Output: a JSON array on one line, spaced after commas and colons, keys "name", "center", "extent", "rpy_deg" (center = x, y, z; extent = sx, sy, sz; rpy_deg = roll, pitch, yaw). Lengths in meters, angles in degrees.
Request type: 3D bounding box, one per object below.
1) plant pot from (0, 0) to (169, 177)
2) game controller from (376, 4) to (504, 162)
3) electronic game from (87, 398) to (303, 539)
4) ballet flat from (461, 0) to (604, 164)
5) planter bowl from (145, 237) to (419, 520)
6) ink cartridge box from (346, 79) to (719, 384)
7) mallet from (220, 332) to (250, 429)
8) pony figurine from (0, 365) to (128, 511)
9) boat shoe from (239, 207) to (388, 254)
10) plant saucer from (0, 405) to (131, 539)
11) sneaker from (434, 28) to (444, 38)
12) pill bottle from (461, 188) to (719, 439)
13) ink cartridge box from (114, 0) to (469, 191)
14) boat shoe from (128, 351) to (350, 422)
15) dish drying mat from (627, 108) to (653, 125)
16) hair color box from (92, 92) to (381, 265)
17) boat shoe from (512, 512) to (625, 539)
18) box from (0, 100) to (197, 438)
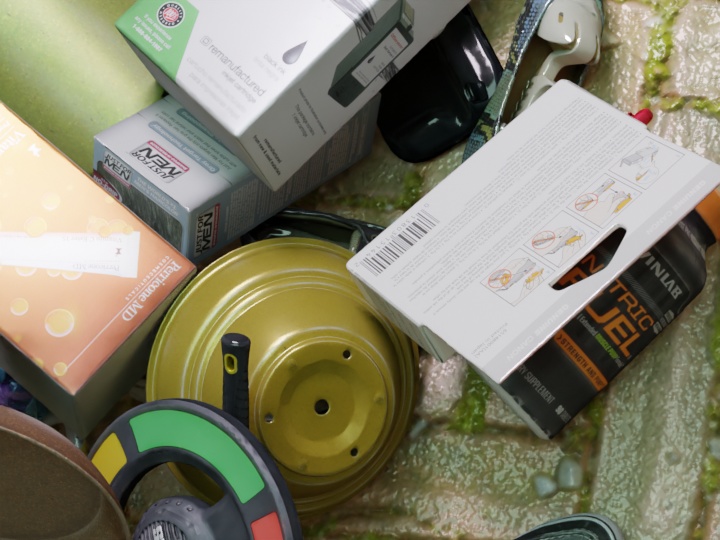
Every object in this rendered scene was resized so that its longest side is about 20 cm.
[{"name": "plant pot", "center": [-0.218, -0.147, 1.292], "extent": [0.184, 0.200, 0.201], "rpy_deg": [42, 88, 13]}, {"name": "game controller", "center": [0.034, -0.181, 1.298], "extent": [0.104, 0.042, 0.201], "rpy_deg": [-34, 65, 20]}, {"name": "electronic game", "center": [-0.112, 0.180, 1.061], "extent": [0.199, 0.041, 0.202], "rpy_deg": [0, 90, 38]}, {"name": "ballet flat", "center": [0.138, -0.139, 1.224], "extent": [0.074, 0.074, 0.202], "rpy_deg": [20, 86, 22]}, {"name": "planter bowl", "center": [-0.037, 0.084, 1.140], "extent": [0.201, 0.200, 0.083], "rpy_deg": [-54, 22, -5]}, {"name": "ink cartridge box", "center": [0.114, -0.019, 1.083], "extent": [0.200, 0.045, 0.176], "rpy_deg": [-40, 41, -10]}, {"name": "mallet", "center": [-0.071, 0.136, 1.088], "extent": [0.065, 0.041, 0.202], "rpy_deg": [20, 120, 21]}, {"name": "pony figurine", "center": [-0.285, 0.111, 1.252], "extent": [0.191, 0.167, 0.202], "rpy_deg": [-21, 83, 3]}, {"name": "boat shoe", "center": [0.000, 0.000, 1.229], "extent": [0.198, 0.065, 0.072], "rpy_deg": [17, 75, 20]}, {"name": "plant saucer", "center": [-0.234, 0.135, 1.051], "extent": [0.198, 0.201, 0.037], "rpy_deg": [-3, 47, 16]}, {"name": "sneaker", "center": [0.062, -0.243, 1.241], "extent": [0.077, 0.091, 0.200], "rpy_deg": [36, 64, 14]}, {"name": "pill bottle", "center": [0.160, 0.009, 1.153], "extent": [0.200, 0.106, 0.106], "rpy_deg": [-45, 66, 0]}, {"name": "ink cartridge box", "center": [-0.044, -0.180, 1.164], "extent": [0.200, 0.084, 0.146], "rpy_deg": [-45, 61, -6]}, {"name": "boat shoe", "center": [-0.096, 0.068, 1.234], "extent": [0.198, 0.070, 0.072], "rpy_deg": [5, 74, 20]}, {"name": "dish drying mat", "center": [0.121, -0.037, 1.175], "extent": [0.200, 0.077, 0.018], "rpy_deg": [-44, 87, -14]}, {"name": "hair color box", "center": [-0.088, -0.091, 1.232], "extent": [0.099, 0.061, 0.199], "rpy_deg": [36, 49, 24]}, {"name": "boat shoe", "center": [0.083, 0.219, 1.130], "extent": [0.198, 0.068, 0.074], "rpy_deg": [-26, 67, 8]}, {"name": "box", "center": [-0.225, -0.004, 1.179], "extent": [0.200, 0.098, 0.125], "rpy_deg": [39, 70, 10]}]
